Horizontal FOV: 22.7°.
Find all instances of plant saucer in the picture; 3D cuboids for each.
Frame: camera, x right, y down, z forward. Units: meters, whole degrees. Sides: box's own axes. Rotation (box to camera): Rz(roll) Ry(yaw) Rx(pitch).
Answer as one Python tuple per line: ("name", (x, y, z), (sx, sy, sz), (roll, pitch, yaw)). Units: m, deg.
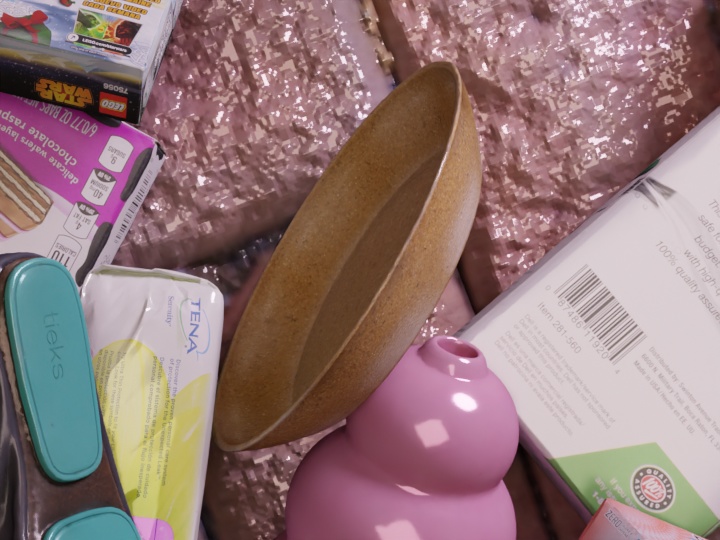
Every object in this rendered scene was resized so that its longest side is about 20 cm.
("plant saucer", (0.000, 0.000, 0.810), (0.035, 0.200, 0.201), (30, 87, -15))

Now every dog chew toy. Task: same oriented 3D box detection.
("dog chew toy", (0.014, 0.124, 0.817), (0.123, 0.125, 0.202), (17, 108, 0))

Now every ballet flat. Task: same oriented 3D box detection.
("ballet flat", (-0.126, 0.094, 0.704), (0.072, 0.073, 0.202), (-13, 84, -2))

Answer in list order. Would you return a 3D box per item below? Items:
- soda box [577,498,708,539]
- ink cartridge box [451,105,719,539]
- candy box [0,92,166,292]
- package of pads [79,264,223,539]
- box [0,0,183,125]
("soda box", (0.176, 0.171, 0.812), (0.199, 0.068, 0.064), (24, 103, -34))
("ink cartridge box", (0.161, 0.026, 0.862), (0.200, 0.084, 0.146), (-40, 89, -3))
("candy box", (-0.199, -0.003, 0.868), (0.135, 0.061, 0.201), (27, 88, 1))
("package of pads", (-0.106, 0.106, 0.805), (0.067, 0.155, 0.202), (7, 80, -5))
("box", (-0.182, -0.149, 0.850), (0.198, 0.040, 0.138), (14, 48, 0))
